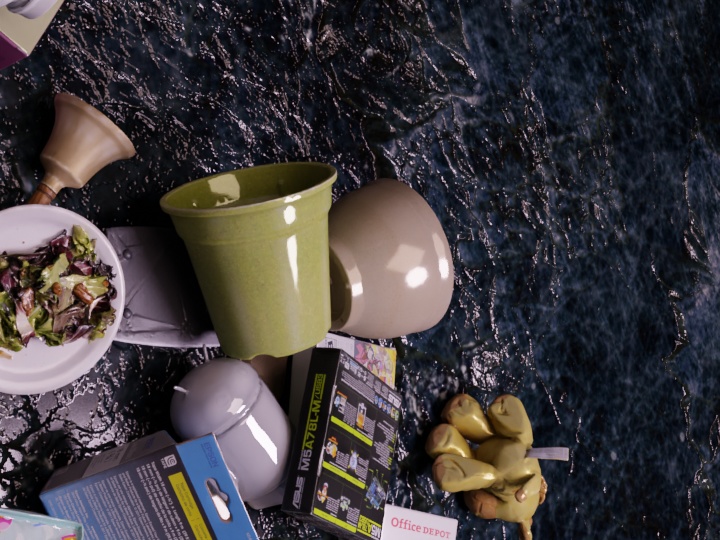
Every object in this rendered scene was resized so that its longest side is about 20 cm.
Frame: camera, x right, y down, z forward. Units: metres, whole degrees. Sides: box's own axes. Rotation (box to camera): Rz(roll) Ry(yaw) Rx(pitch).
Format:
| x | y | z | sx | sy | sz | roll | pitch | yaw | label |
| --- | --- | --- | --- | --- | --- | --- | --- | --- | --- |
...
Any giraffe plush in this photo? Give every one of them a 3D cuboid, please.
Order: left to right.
| x | y | z | sx | sy | sz | roll | pitch | yaw | label |
| --- | --- | --- | --- | --- | --- | --- | --- | --- | --- |
| 0.196 | 0.287 | 1.670 | 0.173 | 0.198 | 0.163 | -59 | 151 | -34 | giraffe plush |

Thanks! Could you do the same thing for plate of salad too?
| x | y | z | sx | sy | sz | roll | pitch | yaw | label |
| --- | --- | --- | --- | --- | --- | --- | --- | --- | --- |
| -0.334 | 0.033 | 1.227 | 0.198 | 0.048 | 0.203 | -7 | 105 | -30 | plate of salad |

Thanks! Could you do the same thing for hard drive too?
| x | y | z | sx | sy | sz | roll | pitch | yaw | label |
| --- | --- | --- | --- | --- | --- | --- | --- | --- | --- |
| -0.216 | 0.021 | 1.375 | 0.199 | 0.042 | 0.137 | 5 | 81 | -43 | hard drive |

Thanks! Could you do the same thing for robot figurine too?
| x | y | z | sx | sy | sz | roll | pitch | yaw | label |
| --- | --- | --- | --- | --- | --- | --- | --- | --- | --- |
| -0.142 | 0.182 | 1.362 | 0.201 | 0.112 | 0.170 | 58 | 28 | -24 | robot figurine |

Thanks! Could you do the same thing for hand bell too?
| x | y | z | sx | sy | sz | roll | pitch | yaw | label |
| --- | --- | --- | --- | --- | --- | --- | --- | --- | --- |
| -0.338 | -0.077 | 1.262 | 0.104 | 0.104 | 0.201 | 42 | 71 | -31 | hand bell |

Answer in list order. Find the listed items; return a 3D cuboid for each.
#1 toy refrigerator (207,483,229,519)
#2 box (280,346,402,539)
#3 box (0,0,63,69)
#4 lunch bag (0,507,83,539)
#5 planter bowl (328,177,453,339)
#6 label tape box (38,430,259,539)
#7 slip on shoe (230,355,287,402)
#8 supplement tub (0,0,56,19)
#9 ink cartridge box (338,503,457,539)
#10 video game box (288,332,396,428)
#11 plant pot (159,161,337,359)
| x | y | z | sx | sy | sz | roll | pitch | yaw | label |
| --- | --- | --- | --- | --- | --- | --- | --- | --- | --- |
| -0.161 | 0.336 | 1.372 | 0.076 | 0.070 | 0.201 | -48 | 116 | -29 | toy refrigerator |
| -0.016 | 0.214 | 1.418 | 0.200 | 0.047 | 0.195 | 42 | 56 | -57 | box |
| -0.383 | -0.341 | 1.226 | 0.176 | 0.096 | 0.201 | 41 | 60 | -32 | box |
| -0.384 | 0.277 | 1.098 | 0.199 | 0.169 | 0.123 | 18 | 65 | -40 | lunch bag |
| 0.000 | 0.000 | 1.481 | 0.134 | 0.199 | 0.202 | -21 | 99 | -36 | planter bowl |
| -0.213 | 0.253 | 1.250 | 0.063 | 0.198 | 0.146 | -81 | 150 | -75 | label tape box |
| -0.109 | 0.073 | 1.456 | 0.076 | 0.060 | 0.203 | 16 | 74 | -41 | slip on shoe |
| -0.361 | -0.330 | 1.080 | 0.199 | 0.144 | 0.147 | 26 | 68 | -38 | supplement tub |
| 0.040 | 0.409 | 1.539 | 0.144 | 0.083 | 0.202 | 21 | 71 | -39 | ink cartridge box |
| -0.023 | 0.186 | 1.510 | 0.181 | 0.046 | 0.203 | 18 | 72 | -52 | video game box |
| -0.110 | -0.008 | 1.339 | 0.199 | 0.199 | 0.186 | -25 | 113 | -42 | plant pot |
